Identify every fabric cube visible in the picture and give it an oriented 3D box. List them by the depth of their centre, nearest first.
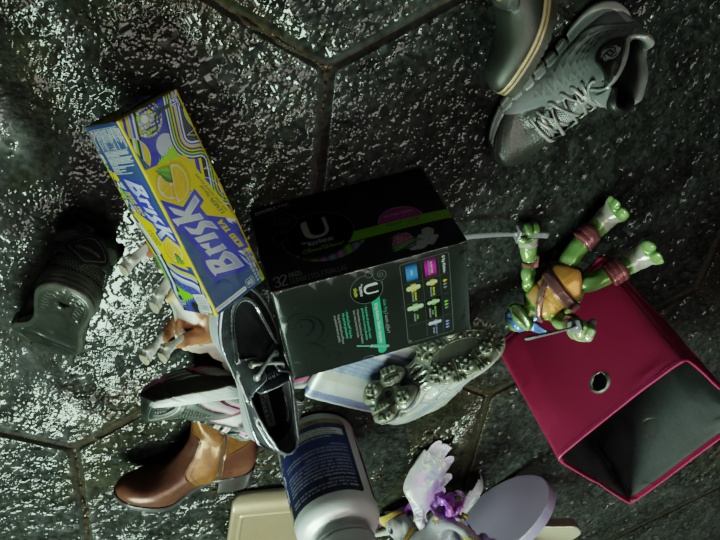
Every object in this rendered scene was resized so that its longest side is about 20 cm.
[{"bbox_3d":[0.336,0.144,1.014,0.196,0.200,0.200,-43,128,17],"label":"fabric cube"}]

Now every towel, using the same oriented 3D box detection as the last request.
[{"bbox_3d":[0.028,0.103,0.991,0.146,0.024,0.201,17,119,-29],"label":"towel"}]

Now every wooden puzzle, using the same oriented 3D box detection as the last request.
[{"bbox_3d":[-0.113,0.401,1.172,0.183,0.037,0.201,0,122,-19],"label":"wooden puzzle"}]

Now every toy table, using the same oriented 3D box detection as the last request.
[{"bbox_3d":[0.250,0.430,1.234,0.199,0.184,0.117,-33,115,24],"label":"toy table"}]

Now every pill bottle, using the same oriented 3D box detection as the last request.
[{"bbox_3d":[-0.039,0.294,1.001,0.110,0.201,0.112,-9,129,-12],"label":"pill bottle"}]

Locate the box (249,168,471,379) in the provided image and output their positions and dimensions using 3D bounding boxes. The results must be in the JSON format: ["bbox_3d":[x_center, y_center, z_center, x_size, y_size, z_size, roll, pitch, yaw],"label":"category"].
[{"bbox_3d":[0.000,0.000,0.818,0.198,0.149,0.125,-16,129,-7],"label":"box"}]

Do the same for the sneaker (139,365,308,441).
[{"bbox_3d":[-0.150,0.160,0.892,0.198,0.080,0.087,-4,103,-19],"label":"sneaker"}]

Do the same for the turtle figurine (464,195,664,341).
[{"bbox_3d":[0.247,0.002,0.910,0.193,0.144,0.200,-37,133,7],"label":"turtle figurine"}]

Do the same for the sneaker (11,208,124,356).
[{"bbox_3d":[-0.293,0.015,0.783,0.076,0.115,0.199,26,144,-16],"label":"sneaker"}]

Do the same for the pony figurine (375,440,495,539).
[{"bbox_3d":[0.116,0.380,1.152,0.193,0.200,0.167,-45,122,-2],"label":"pony figurine"}]

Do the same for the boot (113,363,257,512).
[{"bbox_3d":[-0.211,0.208,0.962,0.187,0.069,0.201,-1,126,-18],"label":"boot"}]

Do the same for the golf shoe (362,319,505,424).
[{"bbox_3d":[0.102,0.134,0.992,0.199,0.079,0.097,-31,146,13],"label":"golf shoe"}]

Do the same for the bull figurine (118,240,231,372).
[{"bbox_3d":[-0.181,0.038,0.828,0.121,0.065,0.201,-38,134,-41],"label":"bull figurine"}]

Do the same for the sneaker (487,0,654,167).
[{"bbox_3d":[0.214,-0.170,0.780,0.075,0.116,0.200,22,117,-31],"label":"sneaker"}]

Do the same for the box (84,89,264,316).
[{"bbox_3d":[-0.168,-0.059,0.721,0.070,0.064,0.201,-40,120,-34],"label":"box"}]

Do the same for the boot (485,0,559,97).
[{"bbox_3d":[0.113,-0.271,0.704,0.137,0.078,0.202,7,111,-18],"label":"boot"}]

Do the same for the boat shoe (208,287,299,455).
[{"bbox_3d":[-0.106,0.107,0.824,0.071,0.068,0.202,-20,112,-31],"label":"boat shoe"}]
